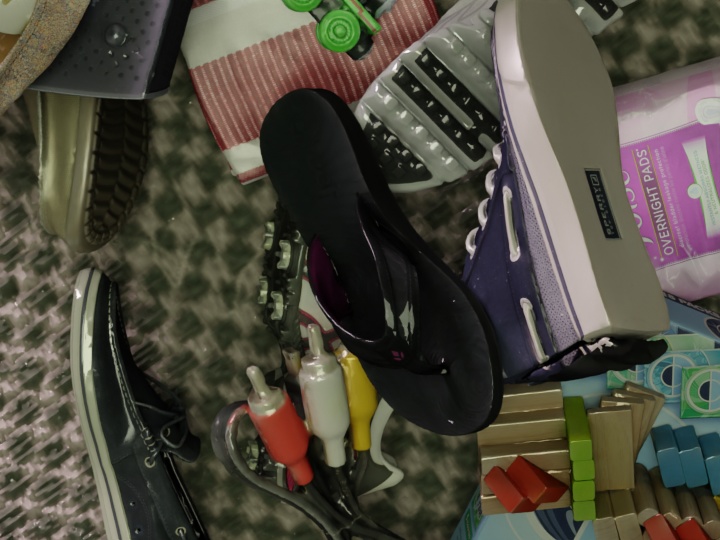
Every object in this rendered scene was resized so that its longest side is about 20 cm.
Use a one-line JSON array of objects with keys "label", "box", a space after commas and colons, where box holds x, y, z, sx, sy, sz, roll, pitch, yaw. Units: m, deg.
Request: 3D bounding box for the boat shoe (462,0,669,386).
[{"label": "boat shoe", "box": [0.081, -0.037, 0.850, 0.092, 0.074, 0.202, -28, 66, 42]}]

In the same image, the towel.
[{"label": "towel", "box": [-0.041, -0.163, 0.939, 0.143, 0.023, 0.202, -19, 103, 9]}]

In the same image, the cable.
[{"label": "cable", "box": [-0.012, 0.123, 0.911, 0.097, 0.050, 0.202, -30, 109, -25]}]

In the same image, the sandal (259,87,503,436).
[{"label": "sandal", "box": [-0.001, 0.000, 0.856, 0.075, 0.048, 0.201, -44, 69, 34]}]

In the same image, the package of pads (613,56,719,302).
[{"label": "package of pads", "box": [0.184, -0.050, 0.924, 0.198, 0.076, 0.122, -16, 97, 6]}]

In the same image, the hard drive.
[{"label": "hard drive", "box": [-0.170, -0.159, 0.890, 0.198, 0.042, 0.136, 13, 85, 25]}]

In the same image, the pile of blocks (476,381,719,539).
[{"label": "pile of blocks", "box": [0.148, 0.112, 0.864, 0.198, 0.062, 0.083, 17, 113, -7]}]

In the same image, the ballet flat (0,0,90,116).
[{"label": "ballet flat", "box": [-0.191, -0.109, 0.831, 0.068, 0.067, 0.201, 38, 102, 22]}]

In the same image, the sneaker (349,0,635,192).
[{"label": "sneaker", "box": [0.069, -0.117, 0.912, 0.200, 0.081, 0.075, -42, 105, -3]}]

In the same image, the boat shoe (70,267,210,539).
[{"label": "boat shoe", "box": [-0.122, 0.093, 0.965, 0.062, 0.075, 0.202, -12, 101, 0]}]

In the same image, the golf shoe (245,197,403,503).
[{"label": "golf shoe", "box": [-0.015, 0.031, 0.958, 0.087, 0.077, 0.202, 2, 103, -12]}]

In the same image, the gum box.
[{"label": "gum box", "box": [0.159, 0.117, 0.925, 0.168, 0.045, 0.201, 21, 112, -9]}]

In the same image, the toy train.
[{"label": "toy train", "box": [-0.054, -0.197, 0.901, 0.056, 0.042, 0.200, -43, 99, 2]}]

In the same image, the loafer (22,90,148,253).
[{"label": "loafer", "box": [-0.160, -0.110, 0.944, 0.068, 0.076, 0.202, 0, 84, 17]}]
